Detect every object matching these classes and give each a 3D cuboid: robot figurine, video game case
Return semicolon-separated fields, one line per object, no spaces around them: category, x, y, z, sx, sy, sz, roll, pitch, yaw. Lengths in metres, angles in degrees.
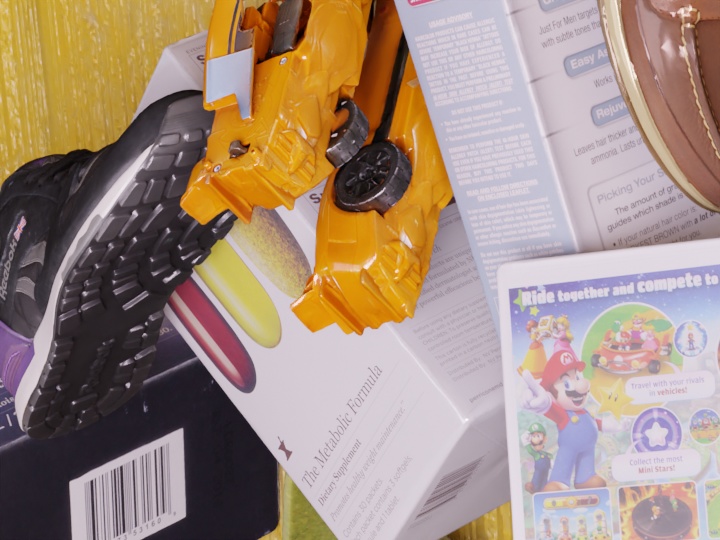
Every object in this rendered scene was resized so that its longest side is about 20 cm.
robot figurine;-0.006;-0.084;1.070;0.058;0.201;0.145;-17;134;32
video game case;0.119;0.090;0.975;0.142;0.018;0.201;-7;83;28

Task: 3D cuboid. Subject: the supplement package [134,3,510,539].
supplement package;0.000;0.000;1.164;0.200;0.109;0.114;50;139;20

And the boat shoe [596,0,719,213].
boat shoe;0.126;-0.117;1.003;0.067;0.072;0.201;1;106;51

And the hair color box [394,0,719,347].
hair color box;0.086;-0.047;1.062;0.060;0.099;0.201;-8;102;51

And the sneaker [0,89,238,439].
sneaker;-0.113;-0.020;1.130;0.088;0.075;0.200;58;141;21

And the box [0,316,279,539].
box;-0.176;0.071;1.342;0.198;0.199;0.124;25;126;39

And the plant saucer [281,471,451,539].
plant saucer;0.044;0.197;1.247;0.200;0.048;0.200;43;148;31
